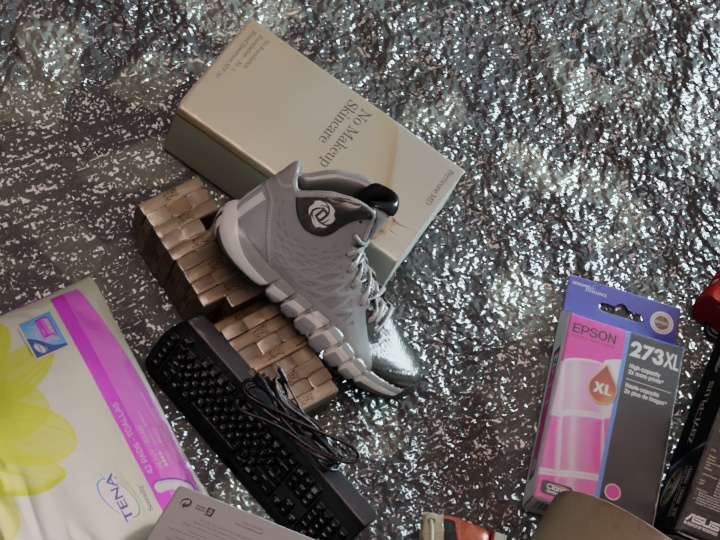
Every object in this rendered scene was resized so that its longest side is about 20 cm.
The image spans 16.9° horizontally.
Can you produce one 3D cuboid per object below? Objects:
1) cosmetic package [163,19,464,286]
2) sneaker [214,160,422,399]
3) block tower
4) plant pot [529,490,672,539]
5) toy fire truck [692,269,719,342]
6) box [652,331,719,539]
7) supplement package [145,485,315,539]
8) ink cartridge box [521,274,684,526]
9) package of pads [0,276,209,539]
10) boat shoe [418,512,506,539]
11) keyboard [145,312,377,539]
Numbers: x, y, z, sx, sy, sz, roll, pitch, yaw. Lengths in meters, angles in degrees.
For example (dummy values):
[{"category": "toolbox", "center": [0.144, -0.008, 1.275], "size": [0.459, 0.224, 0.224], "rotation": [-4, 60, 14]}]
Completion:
[{"category": "cosmetic package", "center": [-0.036, -0.084, 1.813], "size": [0.200, 0.073, 0.104], "rotation": [34, 63, 3]}, {"category": "sneaker", "center": [0.000, 0.000, 1.730], "size": [0.200, 0.115, 0.075], "rotation": [43, 22, -21]}, {"category": "block tower", "center": [-0.091, 0.032, 1.757], "size": [0.058, 0.054, 0.200], "rotation": [-27, 77, -23]}, {"category": "plant pot", "center": [0.148, 0.285, 1.651], "size": [0.187, 0.187, 0.200], "rotation": [39, 73, 4]}, {"category": "toy fire truck", "center": [0.371, 0.045, 1.875], "size": [0.200, 0.049, 0.141], "rotation": [41, 63, 6]}, {"category": "box", "center": [0.336, 0.150, 1.772], "size": [0.200, 0.086, 0.164], "rotation": [21, 84, -4]}, {"category": "supplement package", "center": [-0.090, 0.280, 1.571], "size": [0.152, 0.151, 0.200], "rotation": [20, 61, 20]}, {"category": "ink cartridge box", "center": [0.186, 0.098, 1.813], "size": [0.095, 0.037, 0.200], "rotation": [17, 62, -7]}, {"category": "package of pads", "center": [-0.214, 0.123, 1.677], "size": [0.154, 0.068, 0.200], "rotation": [-24, 74, -23]}, {"category": "boat shoe", "center": [0.046, 0.261, 1.683], "size": [0.063, 0.071, 0.200], "rotation": [19, 61, 1]}, {"category": "keyboard", "center": [-0.075, 0.116, 1.695], "size": [0.200, 0.104, 0.040], "rotation": [47, 39, 9]}]
